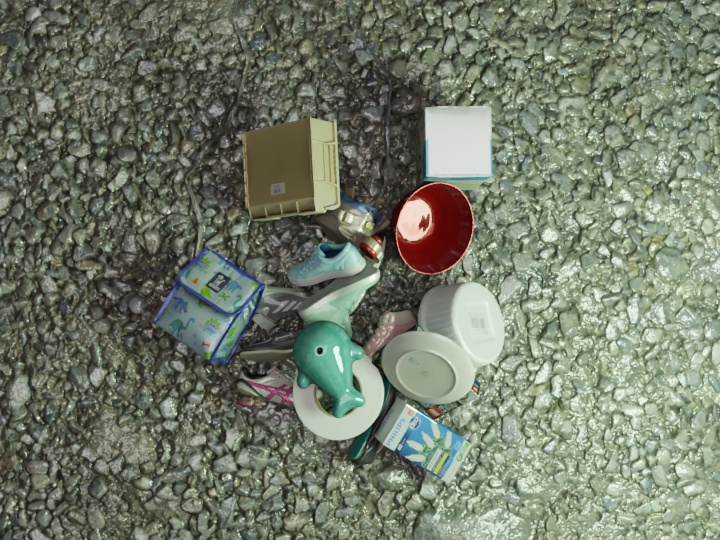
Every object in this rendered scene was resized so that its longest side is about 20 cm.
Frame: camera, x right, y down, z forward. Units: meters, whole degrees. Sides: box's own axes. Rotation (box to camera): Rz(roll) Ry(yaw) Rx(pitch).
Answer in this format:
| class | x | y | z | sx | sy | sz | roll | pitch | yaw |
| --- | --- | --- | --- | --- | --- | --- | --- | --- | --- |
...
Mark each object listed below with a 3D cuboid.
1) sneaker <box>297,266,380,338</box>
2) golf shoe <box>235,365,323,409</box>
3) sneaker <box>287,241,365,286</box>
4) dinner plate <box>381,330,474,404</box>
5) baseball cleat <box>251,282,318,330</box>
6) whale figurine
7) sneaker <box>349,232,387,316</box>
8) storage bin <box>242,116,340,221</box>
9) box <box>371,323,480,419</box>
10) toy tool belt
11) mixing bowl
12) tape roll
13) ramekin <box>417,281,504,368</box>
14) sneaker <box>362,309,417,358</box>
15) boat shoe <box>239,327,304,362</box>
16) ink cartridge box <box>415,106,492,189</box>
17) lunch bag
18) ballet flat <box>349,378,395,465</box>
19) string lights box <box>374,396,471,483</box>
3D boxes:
| class | x | y | z | sx | sy | sz | roll | pitch | yaw |
| --- | --- | --- | --- | --- | --- | --- | --- | --- | --- |
| sneaker | -0.026 | 0.079 | 1.648 | 0.198 | 0.074 | 0.119 | -30 | 112 | 6 |
| golf shoe | -0.179 | 0.261 | 1.681 | 0.196 | 0.073 | 0.094 | 4 | 88 | -3 |
| sneaker | -0.087 | -0.025 | 1.659 | 0.197 | 0.074 | 0.083 | -14 | 122 | 27 |
| dinner plate | 0.137 | 0.208 | 1.554 | 0.196 | 0.024 | 0.203 | 10 | 127 | 13 |
| baseball cleat | -0.168 | 0.085 | 1.701 | 0.196 | 0.070 | 0.109 | 9 | 101 | 2 |
| whale figurine | -0.064 | 0.202 | 1.565 | 0.157 | 0.104 | 0.203 | -25 | 80 | 0 |
| sneaker | 0.000 | 0.000 | 1.702 | 0.079 | 0.074 | 0.202 | 30 | 87 | 4 |
| storage bin | -0.152 | -0.217 | 1.640 | 0.197 | 0.093 | 0.203 | -4 | 88 | 34 |
| box | 0.139 | 0.219 | 1.600 | 0.200 | 0.038 | 0.136 | 43 | 128 | -13 |
| toy tool belt | -0.001 | -0.113 | 1.662 | 0.199 | 0.125 | 0.123 | 30 | 74 | 41 |
| mixing bowl | 0.141 | -0.102 | 1.677 | 0.197 | 0.108 | 0.204 | -8 | 107 | -25 |
| tape roll | -0.047 | 0.261 | 1.626 | 0.199 | 0.037 | 0.207 | -1 | 81 | 4 |
| ramekin | 0.226 | 0.121 | 1.642 | 0.198 | 0.097 | 0.204 | 18 | 64 | -40 |
| sneaker | 0.042 | 0.152 | 1.695 | 0.197 | 0.075 | 0.106 | -23 | 93 | -11 |
| boat shoe | -0.175 | 0.162 | 1.696 | 0.196 | 0.073 | 0.064 | -7 | 68 | -5 |
| ink cartridge box | 0.200 | -0.263 | 1.656 | 0.143 | 0.200 | 0.150 | -1 | 88 | -1 |
| lunch bag | -0.323 | 0.076 | 1.641 | 0.169 | 0.127 | 0.202 | 32 | 86 | 13 |
| ballet flat | 0.041 | 0.345 | 1.699 | 0.072 | 0.073 | 0.203 | 25 | 81 | -2 |
| string lights box | 0.139 | 0.376 | 1.671 | 0.199 | 0.059 | 0.104 | 34 | 86 | -22 |
